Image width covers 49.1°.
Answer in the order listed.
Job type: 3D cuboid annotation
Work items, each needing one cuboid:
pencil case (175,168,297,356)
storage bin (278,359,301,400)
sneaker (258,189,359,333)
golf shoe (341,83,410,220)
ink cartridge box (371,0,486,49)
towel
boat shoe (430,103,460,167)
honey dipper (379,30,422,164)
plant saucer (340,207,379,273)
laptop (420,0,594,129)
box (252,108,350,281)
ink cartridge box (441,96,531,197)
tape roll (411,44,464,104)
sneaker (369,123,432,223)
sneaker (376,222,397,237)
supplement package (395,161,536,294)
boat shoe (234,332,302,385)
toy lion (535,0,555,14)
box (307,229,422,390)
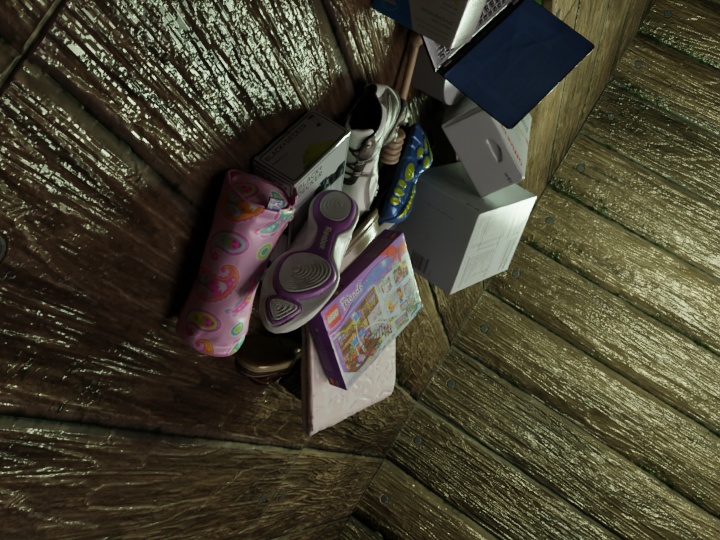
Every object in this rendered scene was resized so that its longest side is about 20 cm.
[{"bbox_3d":[-0.135,-0.007,0.854,0.087,0.087,0.203,-27,145,-62],"label":"pencil case"},{"bbox_3d":[-0.037,0.126,1.304,0.202,0.093,0.135,-56,-174,-21],"label":"storage bin"},{"bbox_3d":[-0.055,0.003,0.885,0.100,0.074,0.202,110,7,-50],"label":"sneaker"},{"bbox_3d":[-0.010,-0.151,1.030,0.094,0.077,0.204,19,93,-66],"label":"golf shoe"},{"bbox_3d":[0.101,-0.370,0.882,0.067,0.115,0.203,-35,151,-53],"label":"ink cartridge box"},{"bbox_3d":[-0.017,0.125,1.178,0.198,0.032,0.196,-16,111,-47],"label":"towel"},{"bbox_3d":[0.168,-0.228,1.424,0.069,0.074,0.201,-47,160,-20],"label":"boat shoe"},{"bbox_3d":[0.062,-0.247,1.129,0.038,0.038,0.203,-41,154,-48],"label":"honey dipper"},{"bbox_3d":[-0.043,-0.009,1.089,0.200,0.030,0.200,-44,-174,6],"label":"plant saucer"},{"bbox_3d":[0.181,-0.327,1.012,0.187,0.115,0.202,-43,129,-19],"label":"laptop"},{"bbox_3d":[-0.077,-0.078,0.957,0.117,0.059,0.202,-48,160,-36],"label":"box"},{"bbox_3d":[0.209,-0.241,1.287,0.083,0.146,0.202,-21,-151,28],"label":"ink cartridge box"},{"bbox_3d":[0.148,-0.351,1.160,0.201,0.065,0.201,-52,163,-23],"label":"tape roll"},{"bbox_3d":[0.056,-0.156,1.233,0.071,0.081,0.202,53,47,-37],"label":"sneaker"},{"bbox_3d":[0.000,0.000,1.233,0.200,0.085,0.075,-46,-163,-7],"label":"sneaker"},{"bbox_3d":[0.172,-0.080,1.349,0.198,0.151,0.153,-18,134,-48],"label":"supplement package"},{"bbox_3d":[-0.135,0.137,1.150,0.073,0.071,0.200,-62,171,9],"label":"boat shoe"},{"bbox_3d":[0.271,-0.490,1.234,0.202,0.067,0.194,70,26,-46],"label":"toy lion"},{"bbox_3d":[0.009,0.053,1.137,0.200,0.039,0.139,-43,129,-36],"label":"box"}]
